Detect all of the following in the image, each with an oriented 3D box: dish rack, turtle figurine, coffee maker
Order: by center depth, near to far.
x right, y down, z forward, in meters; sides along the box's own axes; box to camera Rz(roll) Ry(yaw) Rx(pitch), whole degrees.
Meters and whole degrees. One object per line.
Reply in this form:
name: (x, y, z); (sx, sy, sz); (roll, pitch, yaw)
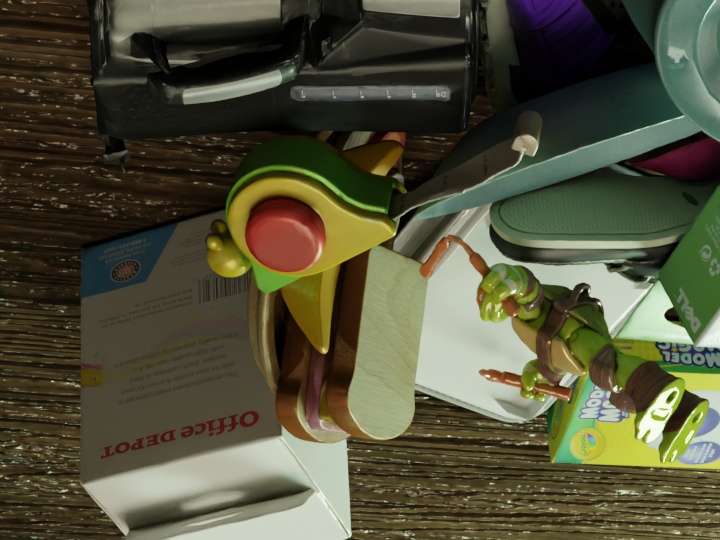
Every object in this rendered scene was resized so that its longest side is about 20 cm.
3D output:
coffee maker: (-0.040, -0.134, 1.397); (0.200, 0.135, 0.192); (0, 169, -3)
turtle figurine: (0.124, 0.046, 1.533); (0.064, 0.161, 0.200); (-48, 151, -13)
dish rack: (0.096, 0.014, 1.624); (0.171, 0.044, 0.200); (22, 122, -30)

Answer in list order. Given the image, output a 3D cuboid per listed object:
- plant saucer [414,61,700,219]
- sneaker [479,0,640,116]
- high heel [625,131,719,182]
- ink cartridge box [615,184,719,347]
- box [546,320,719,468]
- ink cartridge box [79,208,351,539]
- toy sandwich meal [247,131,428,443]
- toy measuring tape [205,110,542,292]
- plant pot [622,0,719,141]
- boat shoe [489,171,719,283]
plant saucer: (0.118, -0.076, 1.428); (0.201, 0.039, 0.201); (-19, 177, -1)
sneaker: (0.110, -0.157, 1.412); (0.099, 0.070, 0.200); (-7, 151, -1)
high heel: (0.213, -0.109, 1.477); (0.096, 0.068, 0.200); (-8, 149, -13)
ink cartridge box: (0.240, -0.005, 1.505); (0.104, 0.059, 0.200); (4, 135, -31)
box: (0.206, 0.082, 1.763); (0.200, 0.048, 0.117); (4, 143, -8)
ink cartridge box: (-0.087, 0.083, 1.605); (0.128, 0.200, 0.125); (-14, 143, 15)
toy sandwich meal: (0.000, 0.000, 1.503); (0.070, 0.205, 0.205); (14, 149, 20)
toy measuring tape: (-0.005, -0.049, 1.362); (0.200, 0.074, 0.074); (-26, 138, 28)
plant pot: (0.204, -0.161, 1.271); (0.200, 0.188, 0.200); (3, 131, 4)
boat shoe: (0.166, -0.017, 1.552); (0.200, 0.072, 0.068); (-3, 128, -22)
